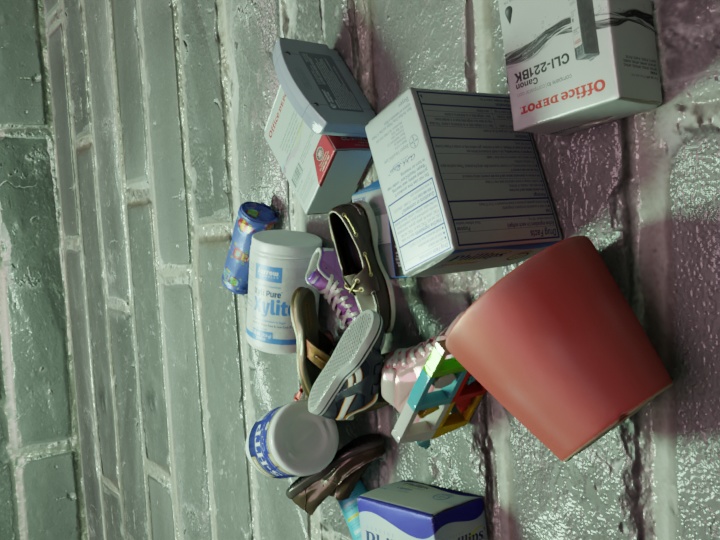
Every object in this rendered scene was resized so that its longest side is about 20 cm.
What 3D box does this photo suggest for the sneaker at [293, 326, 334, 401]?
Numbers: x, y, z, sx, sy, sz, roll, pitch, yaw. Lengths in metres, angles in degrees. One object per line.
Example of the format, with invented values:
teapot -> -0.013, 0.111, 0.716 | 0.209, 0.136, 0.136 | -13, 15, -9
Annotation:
sneaker -> -0.068, 0.200, 1.298 | 0.098, 0.070, 0.202 | 38, 127, 45

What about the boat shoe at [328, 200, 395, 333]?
boat shoe -> 0.000, 0.000, 1.072 | 0.072, 0.059, 0.201 | -7, 96, 53

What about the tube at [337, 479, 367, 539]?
tube -> 0.011, 0.435, 1.239 | 0.077, 0.050, 0.201 | -40, 61, 18

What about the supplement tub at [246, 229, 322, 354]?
supplement tub -> -0.138, 0.038, 1.321 | 0.132, 0.131, 0.201 | 24, 115, 50

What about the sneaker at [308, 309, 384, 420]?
sneaker -> -0.001, 0.142, 1.073 | 0.200, 0.079, 0.079 | -57, 21, 32

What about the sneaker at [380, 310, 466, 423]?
sneaker -> 0.088, 0.124, 1.031 | 0.104, 0.075, 0.201 | 31, 120, 17

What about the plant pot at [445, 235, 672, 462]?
plant pot -> 0.221, 0.092, 0.792 | 0.178, 0.200, 0.201 | 55, 136, 22

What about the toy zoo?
toy zoo -> 0.118, 0.166, 0.981 | 0.020, 0.131, 0.201 | 50, 133, 38

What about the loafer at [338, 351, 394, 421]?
loafer -> 0.031, 0.180, 1.164 | 0.199, 0.067, 0.076 | -29, 74, 36

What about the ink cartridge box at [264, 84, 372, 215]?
ink cartridge box -> -0.074, -0.217, 1.232 | 0.201, 0.082, 0.146 | 61, 141, 30

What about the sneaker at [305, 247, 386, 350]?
sneaker -> -0.033, 0.049, 1.154 | 0.073, 0.114, 0.201 | -47, 45, 34

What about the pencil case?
pencil case -> -0.223, -0.049, 1.472 | 0.078, 0.087, 0.201 | 28, 125, 8

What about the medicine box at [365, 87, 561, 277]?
medicine box -> 0.125, -0.107, 0.889 | 0.103, 0.181, 0.201 | -28, 72, 53

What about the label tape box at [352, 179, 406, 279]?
label tape box -> 0.052, -0.088, 1.094 | 0.143, 0.066, 0.201 | -6, 91, 55

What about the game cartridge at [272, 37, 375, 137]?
game cartridge -> -0.061, -0.290, 1.165 | 0.041, 0.133, 0.201 | -50, 54, 37

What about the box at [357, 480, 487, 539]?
box -> 0.094, 0.429, 1.075 | 0.183, 0.104, 0.201 | -10, 86, 54

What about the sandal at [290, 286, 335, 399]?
sandal -> -0.065, 0.123, 1.148 | 0.054, 0.080, 0.201 | -7, 94, 19

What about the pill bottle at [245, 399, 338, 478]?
pill bottle -> -0.127, 0.293, 1.251 | 0.200, 0.119, 0.120 | -36, 66, 60

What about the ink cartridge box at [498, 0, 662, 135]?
ink cartridge box -> 0.234, -0.262, 0.799 | 0.144, 0.083, 0.201 | -8, 88, 54

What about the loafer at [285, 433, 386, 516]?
loafer -> -0.031, 0.344, 1.230 | 0.200, 0.073, 0.071 | -36, 87, 18
